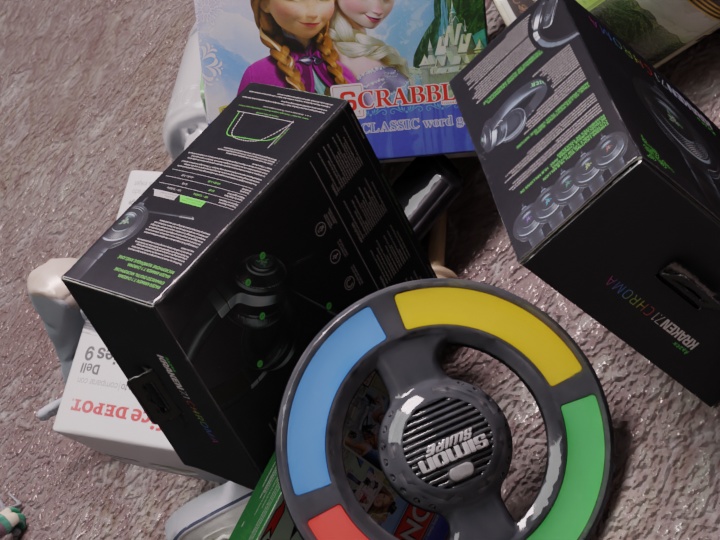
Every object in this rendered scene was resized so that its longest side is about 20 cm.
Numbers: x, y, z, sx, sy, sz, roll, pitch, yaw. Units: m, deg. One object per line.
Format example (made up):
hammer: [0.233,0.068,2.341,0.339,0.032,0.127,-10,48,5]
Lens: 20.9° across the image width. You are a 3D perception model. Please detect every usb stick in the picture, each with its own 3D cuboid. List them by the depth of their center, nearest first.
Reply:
usb stick: [0.000,0.000,1.379,0.200,0.033,0.055,-50,32,10]

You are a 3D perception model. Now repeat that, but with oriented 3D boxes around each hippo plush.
hippo plush: [-0.156,0.034,1.547,0.159,0.200,0.161,23,51,18]

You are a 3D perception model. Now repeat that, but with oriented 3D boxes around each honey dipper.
honey dipper: [0.056,-0.031,1.395,0.038,0.038,0.200,-30,36,33]

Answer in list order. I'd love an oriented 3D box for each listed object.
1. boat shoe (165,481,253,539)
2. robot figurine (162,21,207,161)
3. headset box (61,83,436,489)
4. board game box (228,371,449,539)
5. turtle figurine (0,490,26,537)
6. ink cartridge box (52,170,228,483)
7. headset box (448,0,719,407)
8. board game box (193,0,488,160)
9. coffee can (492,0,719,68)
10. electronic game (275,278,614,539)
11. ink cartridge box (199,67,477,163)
boat shoe: [-0.068,0.189,1.316,0.202,0.075,0.086,-34,61,50]
robot figurine: [-0.098,-0.148,1.631,0.170,0.113,0.200,109,173,-55]
headset box: [-0.064,0.016,1.219,0.093,0.174,0.200,14,55,43]
board game box: [-0.011,0.162,1.202,0.029,0.135,0.200,11,70,52]
turtle figurine: [-0.354,0.253,1.614,0.150,0.101,0.200,-41,40,21]
ink cartridge box: [-0.113,0.039,1.369,0.146,0.084,0.200,5,73,36]
headset box: [0.158,-0.040,1.131,0.093,0.174,0.200,-42,33,20]
board game box: [-0.013,-0.173,1.335,0.200,0.200,0.041,-6,10,5]
coffee can: [0.199,-0.220,1.276,0.200,0.146,0.147,-33,38,32]
electronic game: [0.050,0.103,1.144,0.200,0.200,0.042,-62,-2,-13]
ink cartridge box: [-0.011,-0.153,1.451,0.200,0.088,0.145,-5,44,6]
